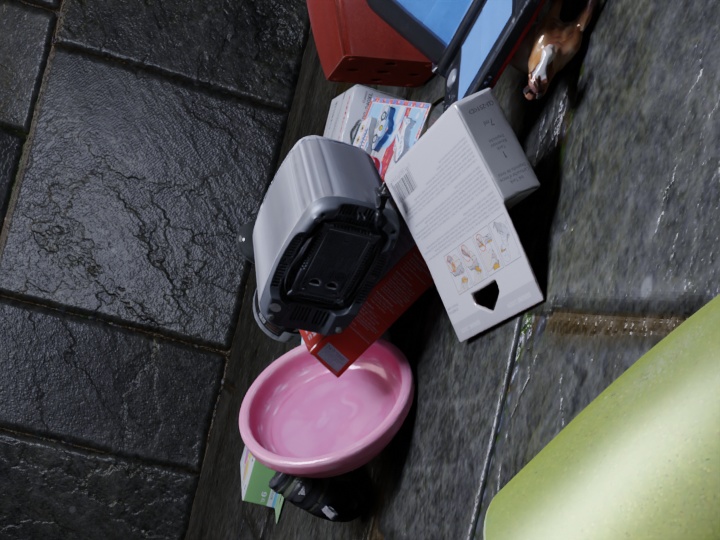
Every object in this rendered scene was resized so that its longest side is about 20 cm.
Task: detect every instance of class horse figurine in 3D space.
[{"bbox_3d":[0.164,-0.217,1.065,0.200,0.049,0.134,-121,52,-74],"label":"horse figurine"}]

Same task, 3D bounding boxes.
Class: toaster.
[{"bbox_3d":[-0.038,-0.044,1.215,0.202,0.112,0.130,-62,30,34],"label":"toaster"}]

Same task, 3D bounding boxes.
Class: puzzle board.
[{"bbox_3d":[0.006,-0.093,1.318,0.150,0.017,0.203,22,90,63],"label":"puzzle board"}]

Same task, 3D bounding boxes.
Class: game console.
[{"bbox_3d":[0.079,-0.248,1.091,0.201,0.117,0.174,120,163,-47],"label":"game console"}]

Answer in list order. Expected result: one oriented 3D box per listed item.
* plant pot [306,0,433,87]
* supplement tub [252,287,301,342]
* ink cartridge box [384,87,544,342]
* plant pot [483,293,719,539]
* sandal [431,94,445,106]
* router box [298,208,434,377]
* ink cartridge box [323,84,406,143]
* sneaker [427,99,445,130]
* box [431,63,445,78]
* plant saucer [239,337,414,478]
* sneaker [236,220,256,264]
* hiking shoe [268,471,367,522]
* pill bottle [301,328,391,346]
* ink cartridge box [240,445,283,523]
[{"bbox_3d":[0.032,-0.344,1.579,0.200,0.196,0.180,158,113,-77],"label":"plant pot"},{"bbox_3d":[-0.094,0.030,1.874,0.200,0.121,0.125,130,153,-67],"label":"supplement tub"},{"bbox_3d":[0.101,-0.042,1.070,0.178,0.044,0.200,65,160,5],"label":"ink cartridge box"},{"bbox_3d":[0.172,0.064,0.398,0.201,0.185,0.188,-55,17,19],"label":"plant pot"},{"bbox_3d":[0.091,-0.165,1.344,0.080,0.056,0.203,-98,25,-59],"label":"sandal"},{"bbox_3d":[0.000,0.000,1.345,0.180,0.049,0.200,-45,26,6],"label":"router box"},{"bbox_3d":[-0.006,-0.188,1.803,0.200,0.082,0.148,-169,93,-79],"label":"ink cartridge box"},{"bbox_3d":[0.104,-0.130,1.194,0.200,0.070,0.100,-172,95,-81],"label":"sneaker"},{"bbox_3d":[0.135,-0.320,1.303,0.143,0.036,0.203,-42,33,45],"label":"box"},{"bbox_3d":[-0.033,0.153,1.315,0.202,0.197,0.051,-91,-16,-54],"label":"plant saucer"},{"bbox_3d":[-0.064,-0.037,1.599,0.089,0.197,0.075,131,146,-65],"label":"sneaker"},{"bbox_3d":[-0.036,0.252,1.397,0.076,0.100,0.200,-51,-13,11],"label":"hiking shoe"},{"bbox_3d":[-0.018,0.049,1.488,0.201,0.109,0.112,-92,20,-54],"label":"pill bottle"},{"bbox_3d":[-0.156,0.319,1.983,0.200,0.058,0.105,-112,38,-72],"label":"ink cartridge box"}]
